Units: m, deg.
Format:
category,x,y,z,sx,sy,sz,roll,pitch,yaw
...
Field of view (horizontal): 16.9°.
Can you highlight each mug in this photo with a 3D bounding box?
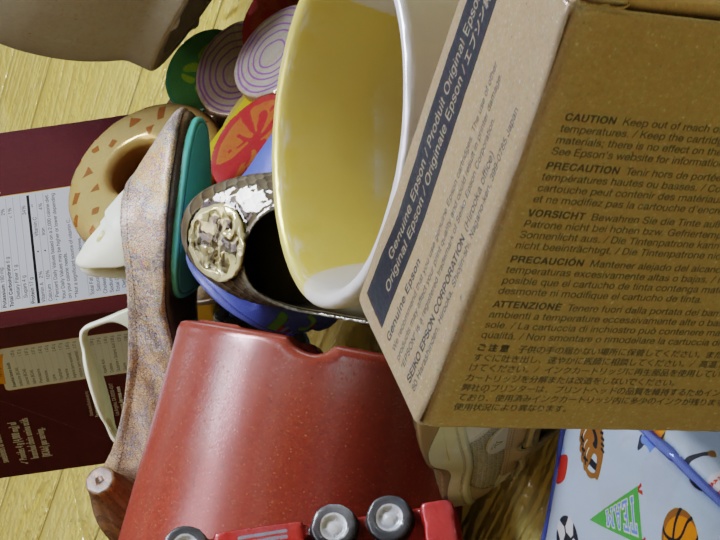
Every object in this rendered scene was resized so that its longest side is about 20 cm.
category,x,y,z,sx,sy,sz,roll,pitch,yaw
mug,0.053,-0.064,1.018,0.187,0.153,0.150,-124,42,-57

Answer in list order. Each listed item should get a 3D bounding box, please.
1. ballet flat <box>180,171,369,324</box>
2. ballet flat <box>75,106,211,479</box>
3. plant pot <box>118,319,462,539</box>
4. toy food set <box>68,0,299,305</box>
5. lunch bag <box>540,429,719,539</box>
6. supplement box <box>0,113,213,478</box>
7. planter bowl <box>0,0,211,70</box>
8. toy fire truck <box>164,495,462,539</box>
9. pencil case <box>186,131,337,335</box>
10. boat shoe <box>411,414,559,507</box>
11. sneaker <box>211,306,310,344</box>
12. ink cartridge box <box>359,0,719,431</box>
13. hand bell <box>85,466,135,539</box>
category,x,y,z,sx,sy,sz,roll,pitch,yaw
ballet flat,0.000,0.000,1.124,0.200,0.046,0.068,15,112,23
ballet flat,-0.113,0.016,1.251,0.068,0.067,0.201,-18,-72,-78
plant pot,-0.034,0.132,1.177,0.201,0.200,0.196,-176,97,-68
toy food set,-0.063,-0.072,1.329,0.198,0.049,0.200,-53,39,-4
lunch bag,0.130,0.135,0.910,0.200,0.075,0.161,-126,42,-59
supplement box,-0.191,0.021,1.470,0.197,0.200,0.133,89,172,-60
planter bowl,-0.136,-0.196,1.353,0.200,0.135,0.200,-57,0,1
toy fire truck,0.005,0.172,1.043,0.049,0.200,0.141,71,-169,-70
pencil case,0.001,-0.052,1.183,0.087,0.078,0.200,47,117,12
boat shoe,0.059,0.058,1.044,0.200,0.065,0.072,61,-162,-77
sneaker,-0.029,0.113,1.318,0.085,0.077,0.200,45,-148,-82
ink cartridge box,0.119,-0.030,0.790,0.075,0.200,0.165,-116,37,-48
hand bell,-0.098,0.159,1.290,0.200,0.104,0.104,58,-166,-52
